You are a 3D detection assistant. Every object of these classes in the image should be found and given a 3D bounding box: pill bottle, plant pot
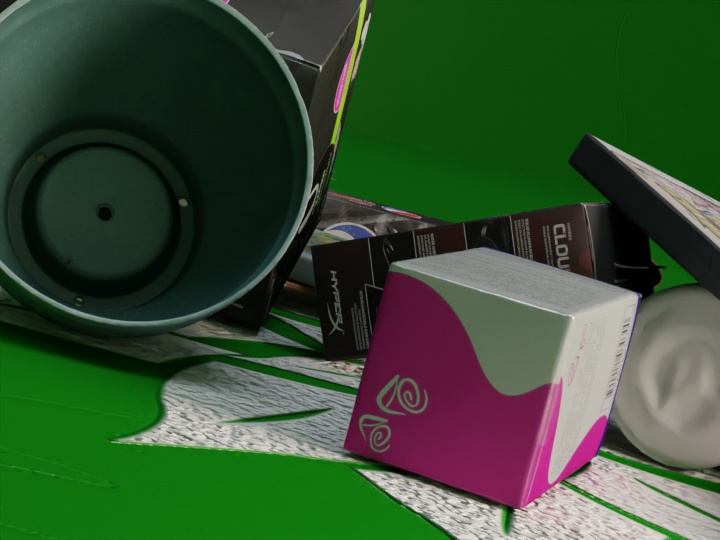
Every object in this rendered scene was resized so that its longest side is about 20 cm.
[{"bbox_3d":[0.230,0.062,1.340,0.110,0.112,0.200,18,7,20],"label":"pill bottle"},{"bbox_3d":[-0.138,-0.048,1.191,0.198,0.202,0.134,14,-20,-11],"label":"plant pot"}]

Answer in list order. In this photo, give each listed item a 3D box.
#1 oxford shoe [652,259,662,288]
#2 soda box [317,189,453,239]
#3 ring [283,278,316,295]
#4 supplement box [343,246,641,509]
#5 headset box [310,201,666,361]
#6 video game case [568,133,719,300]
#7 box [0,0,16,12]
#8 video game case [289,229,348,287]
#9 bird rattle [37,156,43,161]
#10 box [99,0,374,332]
[{"bbox_3d":[0.249,-0.014,2.172,0.071,0.072,0.199,27,11,36],"label":"oxford shoe"},{"bbox_3d":[-0.009,-0.026,1.709,0.198,0.064,0.071,14,7,-4],"label":"soda box"},{"bbox_3d":[-0.075,-0.001,1.559,0.198,0.019,0.200,16,6,-2],"label":"ring"},{"bbox_3d":[0.075,0.051,1.124,0.102,0.102,0.200,17,7,14],"label":"supplement box"},{"bbox_3d":[0.090,0.005,1.327,0.198,0.078,0.149,-7,-1,21],"label":"headset box"},{"bbox_3d":[0.240,-0.003,1.294,0.180,0.026,0.200,24,15,-33],"label":"video game case"},{"bbox_3d":[-0.344,-0.137,1.477,0.199,0.044,0.160,-26,-16,29],"label":"box"},{"bbox_3d":[0.000,0.000,1.545,0.198,0.022,0.182,19,7,23],"label":"video game case"},{"bbox_3d":[-0.256,-0.054,1.411,0.161,0.114,0.200,0,25,-21],"label":"bird rattle"},{"bbox_3d":[-0.079,-0.096,1.336,0.123,0.201,0.149,20,36,5],"label":"box"}]
